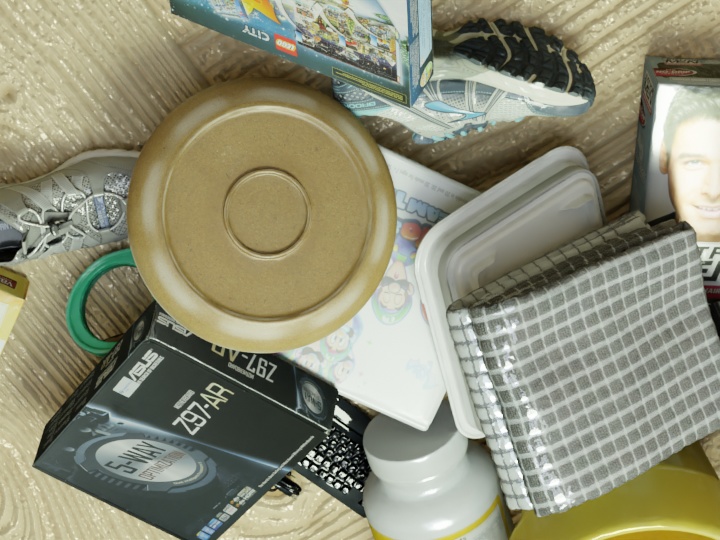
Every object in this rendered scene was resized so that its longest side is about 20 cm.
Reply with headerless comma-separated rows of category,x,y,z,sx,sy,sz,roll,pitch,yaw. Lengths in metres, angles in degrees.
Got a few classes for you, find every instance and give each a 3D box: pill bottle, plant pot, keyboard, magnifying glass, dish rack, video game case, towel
pill bottle,0.065,0.204,1.716,0.111,0.112,0.201,-14,122,6
plant pot,-0.069,-0.041,1.548,0.199,0.027,0.202,0,88,-10
plant pot,0.204,0.194,1.667,0.199,0.190,0.202,-3,132,-3
keyboard,-0.053,0.141,1.730,0.200,0.040,0.104,36,110,-17
magnifying glass,-0.142,-0.009,1.643,0.200,0.080,0.022,-37,153,5
dish rack,0.132,0.025,1.620,0.171,0.043,0.201,-33,128,-24
video game case,0.000,0.000,1.606,0.199,0.024,0.183,24,94,-14
towel,0.175,0.065,1.544,0.199,0.085,0.166,-24,99,-25

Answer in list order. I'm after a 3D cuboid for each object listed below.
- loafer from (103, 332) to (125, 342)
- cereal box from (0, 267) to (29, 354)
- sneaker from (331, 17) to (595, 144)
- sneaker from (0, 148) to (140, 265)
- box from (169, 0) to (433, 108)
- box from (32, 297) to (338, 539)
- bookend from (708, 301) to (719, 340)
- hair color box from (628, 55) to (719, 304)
loafer,-0.120,0.034,1.657,0.200,0.073,0.072,-39,91,15
cereal box,-0.362,0.069,1.684,0.143,0.040,0.201,23,114,-12
sneaker,0.073,-0.136,1.585,0.199,0.078,0.087,10,128,1
sneaker,-0.234,-0.033,1.612,0.199,0.082,0.075,-14,117,5
box,-0.046,-0.200,1.477,0.199,0.038,0.137,23,151,17
box,-0.135,0.120,1.630,0.160,0.044,0.200,29,134,-18
bookend,0.394,0.061,1.629,0.199,0.092,0.199,-28,142,11
hair color box,0.258,-0.058,1.626,0.098,0.061,0.201,1,116,-2
